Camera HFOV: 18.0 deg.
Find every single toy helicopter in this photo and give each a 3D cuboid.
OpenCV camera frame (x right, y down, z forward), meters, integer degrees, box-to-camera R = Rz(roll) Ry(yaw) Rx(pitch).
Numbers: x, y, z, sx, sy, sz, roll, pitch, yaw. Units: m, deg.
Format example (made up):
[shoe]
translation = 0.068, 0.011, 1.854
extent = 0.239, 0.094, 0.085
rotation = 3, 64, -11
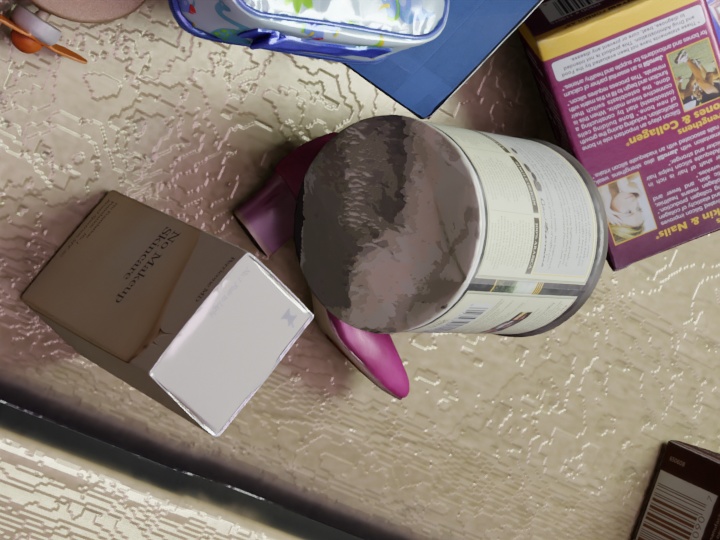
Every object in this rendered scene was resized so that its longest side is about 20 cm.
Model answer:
[toy helicopter]
translation = -0.227, -0.200, 1.460
extent = 0.199, 0.079, 0.133
rotation = 3, 109, -22

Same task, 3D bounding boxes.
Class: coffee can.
[coffee can]
translation = 0.066, -0.028, 1.584
extent = 0.200, 0.146, 0.147
rotation = 4, 101, -59

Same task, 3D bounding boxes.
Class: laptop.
[laptop]
translation = 0.024, -0.246, 1.567
extent = 0.187, 0.116, 0.200
rotation = -46, 121, -15

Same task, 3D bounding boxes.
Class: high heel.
[high heel]
translation = 0.000, 0.000, 1.637
extent = 0.096, 0.067, 0.200
rotation = -40, 116, -6

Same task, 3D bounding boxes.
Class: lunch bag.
[lunch bag]
translation = -0.036, -0.217, 1.469
extent = 0.199, 0.082, 0.162
rotation = 2, 79, -41

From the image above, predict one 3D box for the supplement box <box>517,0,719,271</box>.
[supplement box]
translation = 0.209, -0.123, 1.697
extent = 0.130, 0.103, 0.201
rotation = -21, 114, 0

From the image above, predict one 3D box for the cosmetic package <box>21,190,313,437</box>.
[cosmetic package]
translation = -0.130, 0.024, 1.485
extent = 0.104, 0.200, 0.073
rotation = -51, 122, -12

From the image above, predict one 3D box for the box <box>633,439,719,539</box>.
[box]
translation = 0.342, 0.255, 1.859
extent = 0.199, 0.164, 0.167
rotation = 18, 92, -34

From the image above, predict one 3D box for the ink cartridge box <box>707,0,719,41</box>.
[ink cartridge box]
translation = 0.288, -0.249, 1.748
extent = 0.197, 0.047, 0.200
rotation = -35, 115, -2
